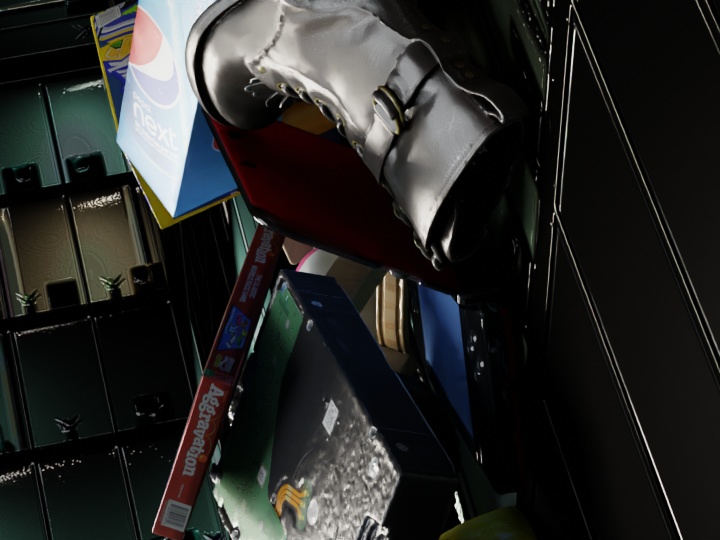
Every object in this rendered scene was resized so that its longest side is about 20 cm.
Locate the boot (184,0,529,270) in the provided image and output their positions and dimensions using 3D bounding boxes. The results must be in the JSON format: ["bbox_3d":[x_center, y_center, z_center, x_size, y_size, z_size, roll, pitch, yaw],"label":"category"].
[{"bbox_3d":[-0.002,-0.072,1.171,0.174,0.069,0.200,57,152,18],"label":"boot"}]

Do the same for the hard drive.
[{"bbox_3d":[-0.018,0.106,1.264,0.200,0.038,0.140,55,131,55],"label":"hard drive"}]

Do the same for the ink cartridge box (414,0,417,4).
[{"bbox_3d":[0.003,-0.194,1.297,0.200,0.057,0.163,-86,-7,-53],"label":"ink cartridge box"}]

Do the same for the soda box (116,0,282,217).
[{"bbox_3d":[-0.079,-0.119,1.349,0.064,0.068,0.200,51,151,23],"label":"soda box"}]

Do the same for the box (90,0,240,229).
[{"bbox_3d":[-0.125,-0.110,1.624,0.200,0.064,0.070,-110,-3,-59],"label":"box"}]

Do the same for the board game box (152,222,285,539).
[{"bbox_3d":[-0.073,0.051,1.369,0.200,0.019,0.103,-74,4,-61],"label":"board game box"}]

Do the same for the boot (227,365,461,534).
[{"bbox_3d":[-0.015,0.090,1.427,0.158,0.079,0.211,51,162,35],"label":"boot"}]

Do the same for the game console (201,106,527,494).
[{"bbox_3d":[0.000,0.010,1.273,0.200,0.119,0.172,-118,19,-67],"label":"game console"}]

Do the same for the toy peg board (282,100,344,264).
[{"bbox_3d":[-0.053,-0.146,1.631,0.200,0.098,0.199,-111,-3,-55],"label":"toy peg board"}]

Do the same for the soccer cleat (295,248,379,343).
[{"bbox_3d":[0.005,0.076,1.568,0.086,0.070,0.200,45,151,48],"label":"soccer cleat"}]

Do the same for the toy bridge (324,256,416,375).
[{"bbox_3d":[0.000,0.000,1.453,0.067,0.027,0.200,-58,-32,-24],"label":"toy bridge"}]

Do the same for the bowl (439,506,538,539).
[{"bbox_3d":[0.046,0.227,1.273,0.200,0.108,0.200,169,90,-82],"label":"bowl"}]
